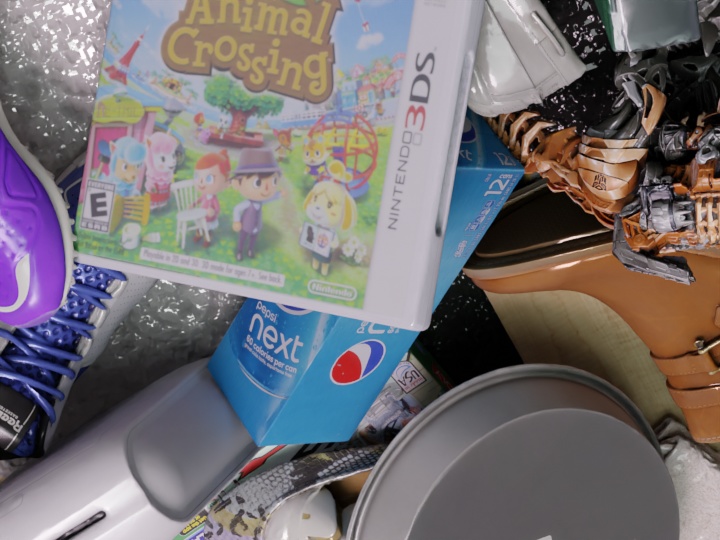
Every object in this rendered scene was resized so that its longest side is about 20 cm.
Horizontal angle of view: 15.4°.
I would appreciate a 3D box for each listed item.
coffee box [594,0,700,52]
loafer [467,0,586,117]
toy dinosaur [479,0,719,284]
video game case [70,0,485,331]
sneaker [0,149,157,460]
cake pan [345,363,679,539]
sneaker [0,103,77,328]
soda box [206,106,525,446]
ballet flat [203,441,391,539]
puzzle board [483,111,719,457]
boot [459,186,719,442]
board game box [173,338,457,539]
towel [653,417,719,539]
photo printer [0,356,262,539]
[{"bbox_3d":[0.118,-0.196,1.236,0.044,0.200,0.123,-9,116,1],"label":"coffee box"},{"bbox_3d":[0.053,-0.176,1.310,0.070,0.070,0.200,-20,104,5],"label":"loafer"},{"bbox_3d":[0.147,-0.065,1.326,0.200,0.102,0.136,25,74,9],"label":"toy dinosaur"},{"bbox_3d":[-0.043,-0.077,1.306,0.200,0.022,0.183,11,93,27],"label":"video game case"},{"bbox_3d":[-0.166,0.038,1.404,0.080,0.115,0.199,33,113,-18],"label":"sneaker"},{"bbox_3d":[0.087,0.149,1.406,0.200,0.037,0.201,-9,111,-24],"label":"cake pan"},{"bbox_3d":[-0.216,-0.059,1.321,0.069,0.099,0.200,-24,88,30],"label":"sneaker"},{"bbox_3d":[0.000,0.000,1.388,0.068,0.064,0.200,0,133,-42],"label":"soda box"},{"bbox_3d":[0.007,0.131,1.449,0.200,0.072,0.072,-16,117,8],"label":"ballet flat"},{"bbox_3d":[0.159,0.022,1.454,0.150,0.017,0.200,-25,116,11],"label":"puzzle board"},{"bbox_3d":[0.162,0.025,1.409,0.199,0.074,0.155,-11,121,7],"label":"boot"},{"bbox_3d":[-0.011,0.137,1.506,0.200,0.029,0.135,-35,112,16],"label":"board game box"},{"bbox_3d":[0.197,0.178,1.516,0.200,0.035,0.133,36,114,-24],"label":"towel"},{"bbox_3d":[-0.146,0.126,1.398,0.166,0.200,0.070,-32,93,18],"label":"photo printer"}]
